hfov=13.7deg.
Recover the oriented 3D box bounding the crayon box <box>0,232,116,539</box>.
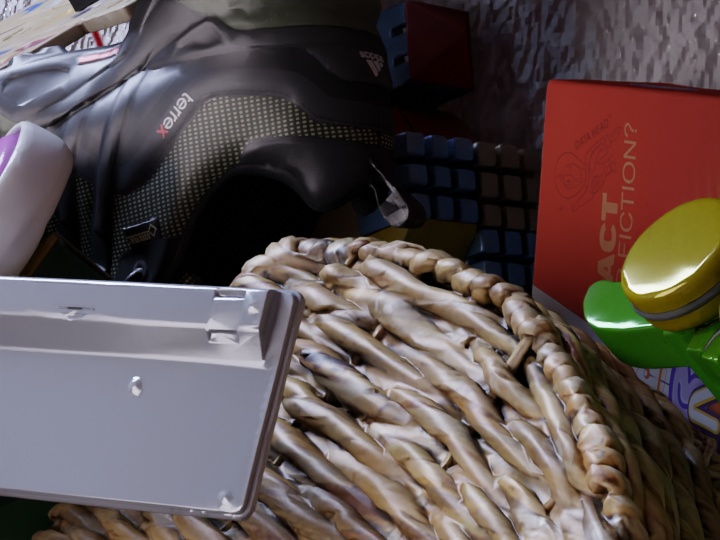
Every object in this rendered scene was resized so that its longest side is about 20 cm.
[{"bbox_3d":[-0.139,0.094,0.821,0.200,0.052,0.126,-56,12,-29],"label":"crayon box"}]

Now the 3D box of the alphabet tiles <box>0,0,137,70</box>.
[{"bbox_3d":[-0.074,-0.095,0.969,0.006,0.166,0.200,62,155,-11],"label":"alphabet tiles"}]

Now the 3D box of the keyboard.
[{"bbox_3d":[-0.098,0.028,0.756,0.200,0.011,0.056,2,77,38],"label":"keyboard"}]

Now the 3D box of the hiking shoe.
[{"bbox_3d":[-0.070,-0.014,0.857,0.200,0.076,0.101,-29,63,36],"label":"hiking shoe"}]

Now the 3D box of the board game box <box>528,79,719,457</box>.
[{"bbox_3d":[0.105,0.035,0.719,0.200,0.040,0.154,12,100,63],"label":"board game box"}]

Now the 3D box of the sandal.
[{"bbox_3d":[-0.152,0.017,0.846,0.203,0.050,0.083,-43,17,30],"label":"sandal"}]

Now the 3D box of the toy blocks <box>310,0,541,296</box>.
[{"bbox_3d":[0.000,0.000,0.894,0.137,0.100,0.201,-21,69,49],"label":"toy blocks"}]

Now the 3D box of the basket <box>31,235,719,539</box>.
[{"bbox_3d":[0.036,0.091,0.739,0.143,0.149,0.200,-52,32,0],"label":"basket"}]

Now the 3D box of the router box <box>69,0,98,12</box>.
[{"bbox_3d":[0.008,-0.145,0.795,0.052,0.157,0.200,60,152,-7],"label":"router box"}]

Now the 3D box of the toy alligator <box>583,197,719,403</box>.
[{"bbox_3d":[0.112,0.014,0.606,0.054,0.059,0.200,-48,26,-10],"label":"toy alligator"}]
